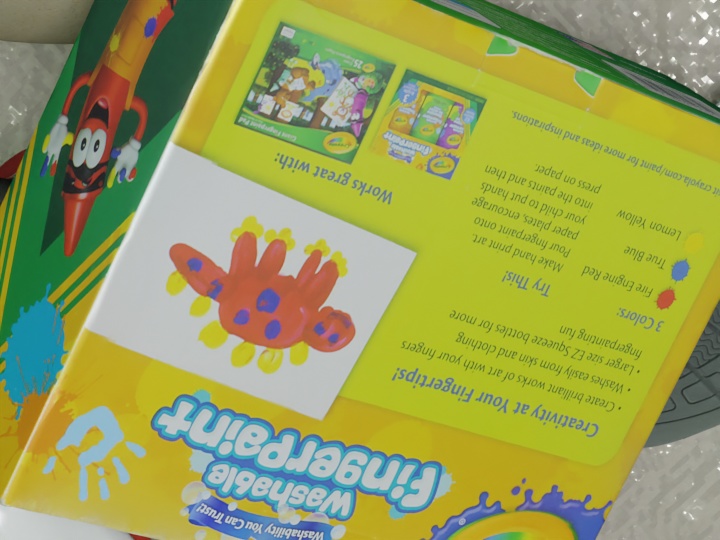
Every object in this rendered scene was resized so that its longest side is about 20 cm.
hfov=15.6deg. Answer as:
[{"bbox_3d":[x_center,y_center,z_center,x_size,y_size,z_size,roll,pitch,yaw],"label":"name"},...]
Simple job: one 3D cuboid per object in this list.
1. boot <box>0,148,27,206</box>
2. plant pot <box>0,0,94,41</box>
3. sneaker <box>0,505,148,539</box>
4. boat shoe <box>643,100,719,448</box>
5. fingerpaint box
[{"bbox_3d":[-0.060,0.049,0.832,0.072,0.144,0.200,-38,93,11],"label":"boot"},{"bbox_3d":[-0.080,-0.147,0.790,0.134,0.200,0.200,33,102,-26],"label":"plant pot"},{"bbox_3d":[-0.079,0.155,0.795,0.067,0.108,0.202,-17,123,9],"label":"sneaker"},{"bbox_3d":[0.134,-0.026,0.844,0.074,0.065,0.202,35,107,-12],"label":"boat shoe"},{"bbox_3d":[0.000,0.000,0.754,0.200,0.073,0.167,17,104,-36],"label":"fingerpaint box"}]
